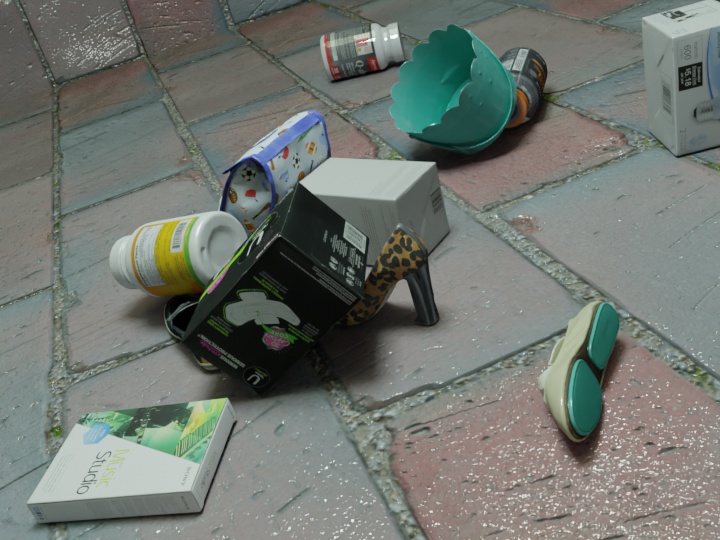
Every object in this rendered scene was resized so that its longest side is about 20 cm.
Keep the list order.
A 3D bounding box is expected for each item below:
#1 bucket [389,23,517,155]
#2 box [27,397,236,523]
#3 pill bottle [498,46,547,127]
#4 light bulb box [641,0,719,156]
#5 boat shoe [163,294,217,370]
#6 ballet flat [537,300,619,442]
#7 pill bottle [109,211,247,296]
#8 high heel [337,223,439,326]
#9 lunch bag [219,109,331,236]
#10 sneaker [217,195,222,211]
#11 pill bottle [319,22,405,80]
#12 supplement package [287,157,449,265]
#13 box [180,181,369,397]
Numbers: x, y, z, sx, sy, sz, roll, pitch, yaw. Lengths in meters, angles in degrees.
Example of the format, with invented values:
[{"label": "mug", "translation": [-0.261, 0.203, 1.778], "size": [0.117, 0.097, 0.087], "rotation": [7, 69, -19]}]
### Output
[{"label": "bucket", "translation": [0.167, -0.309, 1.371], "size": [0.207, 0.135, 0.208], "rotation": [-26, 54, 42]}, {"label": "box", "translation": [-0.254, 0.213, 0.880], "size": [0.199, 0.036, 0.144], "rotation": [-7, 31, 13]}, {"label": "pill bottle", "translation": [0.293, -0.343, 1.479], "size": [0.106, 0.106, 0.200], "rotation": [-2, 33, 22]}, {"label": "light bulb box", "translation": [0.558, -0.309, 1.201], "size": [0.199, 0.199, 0.125], "rotation": [-15, 32, 4]}, {"label": "boat shoe", "translation": [-0.230, 0.069, 1.084], "size": [0.074, 0.062, 0.200], "rotation": [-28, 30, -17]}, {"label": "ballet flat", "translation": [0.223, 0.107, 0.813], "size": [0.069, 0.070, 0.200], "rotation": [3, 33, 30]}, {"label": "pill bottle", "translation": [-0.268, -0.020, 1.126], "size": [0.200, 0.111, 0.111], "rotation": [-6, 30, 34]}, {"label": "high heel", "translation": [0.000, 0.000, 1.006], "size": [0.199, 0.143, 0.071], "rotation": [1, 34, 27]}, {"label": "lunch bag", "translation": [-0.134, -0.146, 1.238], "size": [0.124, 0.200, 0.170], "rotation": [34, 50, 10]}, {"label": "sneaker", "translation": [-0.222, -0.099, 1.353], "size": [0.072, 0.073, 0.200], "rotation": [-11, 32, 6]}, {"label": "pill bottle", "translation": [0.006, -0.558, 1.966], "size": [0.199, 0.116, 0.116], "rotation": [-10, 30, 10]}, {"label": "supplement package", "translation": [0.013, -0.090, 1.174], "size": [0.200, 0.122, 0.120], "rotation": [9, 38, 35]}, {"label": "box", "translation": [-0.100, 0.023, 0.949], "size": [0.200, 0.124, 0.149], "rotation": [-44, 19, 25]}]
